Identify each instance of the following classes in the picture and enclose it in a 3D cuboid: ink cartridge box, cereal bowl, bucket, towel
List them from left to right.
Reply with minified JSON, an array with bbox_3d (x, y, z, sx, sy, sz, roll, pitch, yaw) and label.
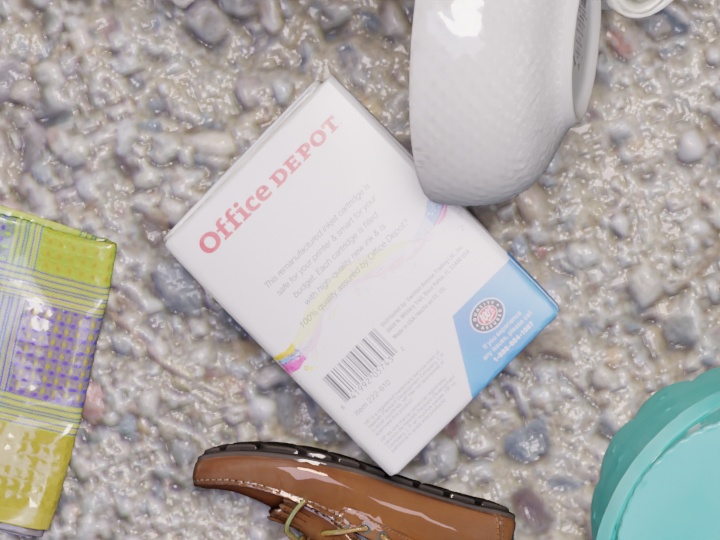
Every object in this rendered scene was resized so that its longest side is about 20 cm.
[{"bbox_3d":[-0.239,0.060,1.612,0.143,0.023,0.201,16,95,2],"label":"towel"},{"bbox_3d":[0.000,0.000,1.567,0.145,0.085,0.200,-44,93,4],"label":"ink cartridge box"},{"bbox_3d":[0.088,-0.133,1.475,0.083,0.200,0.201,6,95,14],"label":"cereal bowl"},{"bbox_3d":[0.234,0.162,1.544,0.206,0.135,0.208,0,94,2],"label":"bucket"}]

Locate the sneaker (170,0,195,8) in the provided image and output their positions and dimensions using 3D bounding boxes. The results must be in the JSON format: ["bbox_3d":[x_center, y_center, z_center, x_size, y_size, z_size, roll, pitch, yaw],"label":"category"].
[{"bbox_3d":[-0.089,-0.259,1.497,0.099,0.078,0.201,-13,106,-2],"label":"sneaker"}]

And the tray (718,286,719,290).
[{"bbox_3d":[0.319,-0.012,1.544,0.200,0.099,0.037,-33,114,4],"label":"tray"}]

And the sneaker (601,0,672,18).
[{"bbox_3d":[0.190,-0.239,1.519,0.073,0.116,0.201,22,98,-19],"label":"sneaker"}]

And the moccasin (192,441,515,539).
[{"bbox_3d":[-0.007,0.155,1.590,0.201,0.074,0.078,18,87,-9],"label":"moccasin"}]
